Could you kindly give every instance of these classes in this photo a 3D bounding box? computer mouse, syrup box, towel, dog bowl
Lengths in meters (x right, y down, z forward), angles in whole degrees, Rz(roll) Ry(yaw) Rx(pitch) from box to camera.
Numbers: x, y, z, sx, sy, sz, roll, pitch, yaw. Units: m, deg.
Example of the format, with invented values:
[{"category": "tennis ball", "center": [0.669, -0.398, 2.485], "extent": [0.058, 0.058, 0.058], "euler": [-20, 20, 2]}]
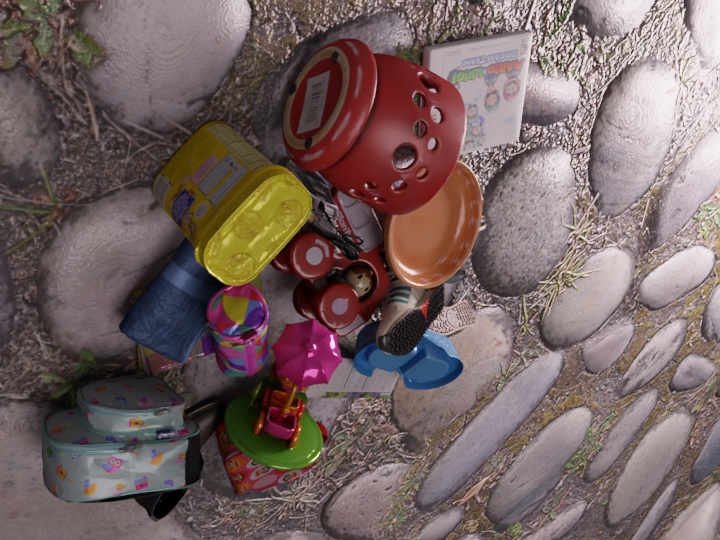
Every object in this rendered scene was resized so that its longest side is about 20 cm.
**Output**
[{"category": "computer mouse", "center": [-0.065, -0.086, 1.030], "extent": [0.109, 0.200, 0.044], "euler": [26, 110, -28]}, {"category": "syrup box", "center": [-0.032, 0.160, 1.291], "extent": [0.199, 0.079, 0.082], "euler": [7, 114, -38]}, {"category": "towel", "center": [-0.232, 0.029, 1.054], "extent": [0.200, 0.049, 0.112], "euler": [-51, 133, 2]}, {"category": "towel", "center": [-0.236, 0.064, 1.122], "extent": [0.199, 0.023, 0.144], "euler": [-20, 127, -26]}, {"category": "dog bowl", "center": [0.076, 0.136, 1.250], "extent": [0.199, 0.050, 0.111], "euler": [21, 133, -32]}]

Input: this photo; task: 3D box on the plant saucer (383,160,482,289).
[{"category": "plant saucer", "center": [0.105, -0.072, 1.154], "extent": [0.199, 0.037, 0.201], "euler": [-18, 119, -36]}]

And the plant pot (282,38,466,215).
[{"category": "plant pot", "center": [0.012, -0.193, 1.014], "extent": [0.182, 0.200, 0.201], "euler": [19, 106, -39]}]

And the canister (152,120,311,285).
[{"category": "canister", "center": [-0.166, -0.092, 0.949], "extent": [0.149, 0.200, 0.087], "euler": [-47, 134, 0]}]

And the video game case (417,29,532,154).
[{"category": "video game case", "center": [0.179, -0.272, 1.202], "extent": [0.199, 0.024, 0.183], "euler": [-18, 127, -26]}]

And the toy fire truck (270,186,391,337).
[{"category": "toy fire truck", "center": [-0.028, -0.013, 1.128], "extent": [0.168, 0.112, 0.201], "euler": [-33, 107, -18]}]

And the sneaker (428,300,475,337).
[{"category": "sneaker", "center": [0.118, 0.097, 1.340], "extent": [0.090, 0.067, 0.200], "euler": [-30, 162, 33]}]

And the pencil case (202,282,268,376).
[{"category": "pencil case", "center": [-0.167, 0.089, 1.058], "extent": [0.088, 0.089, 0.200], "euler": [-30, 165, -16]}]

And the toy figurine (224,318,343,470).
[{"category": "toy figurine", "center": [-0.088, 0.146, 1.085], "extent": [0.150, 0.200, 0.185], "euler": [23, 116, -7]}]

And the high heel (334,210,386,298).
[{"category": "high heel", "center": [0.000, 0.000, 1.234], "extent": [0.201, 0.067, 0.096], "euler": [-66, 158, 2]}]

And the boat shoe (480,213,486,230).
[{"category": "boat shoe", "center": [0.135, -0.108, 1.243], "extent": [0.199, 0.074, 0.066], "euler": [6, 107, -32]}]

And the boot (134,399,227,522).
[{"category": "boot", "center": [-0.270, 0.297, 1.194], "extent": [0.200, 0.097, 0.075], "euler": [-44, 134, -3]}]

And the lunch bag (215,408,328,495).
[{"category": "lunch bag", "center": [-0.138, 0.286, 1.249], "extent": [0.175, 0.082, 0.200], "euler": [-16, 148, -14]}]

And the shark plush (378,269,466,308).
[{"category": "shark plush", "center": [0.086, 0.003, 1.311], "extent": [0.199, 0.091, 0.083], "euler": [-32, 115, 12]}]

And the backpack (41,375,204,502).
[{"category": "backpack", "center": [-0.335, 0.233, 1.057], "extent": [0.199, 0.176, 0.154], "euler": [-10, 106, -29]}]

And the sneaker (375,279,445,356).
[{"category": "sneaker", "center": [0.056, 0.064, 1.181], "extent": [0.200, 0.093, 0.071], "euler": [-42, 136, -49]}]
